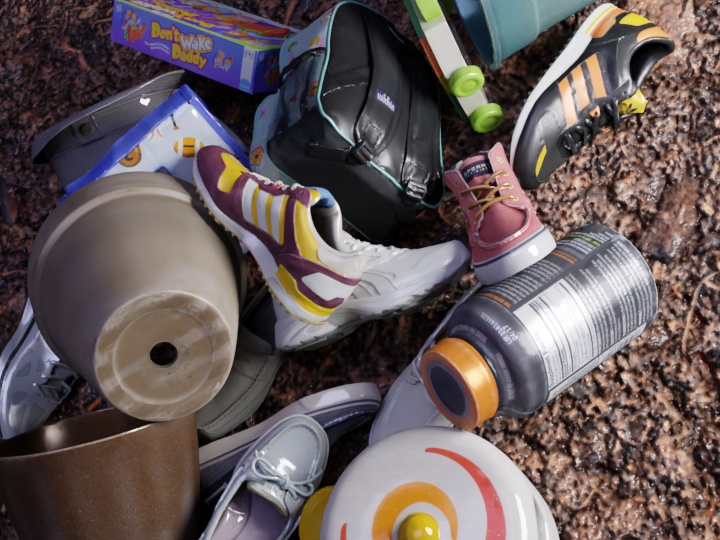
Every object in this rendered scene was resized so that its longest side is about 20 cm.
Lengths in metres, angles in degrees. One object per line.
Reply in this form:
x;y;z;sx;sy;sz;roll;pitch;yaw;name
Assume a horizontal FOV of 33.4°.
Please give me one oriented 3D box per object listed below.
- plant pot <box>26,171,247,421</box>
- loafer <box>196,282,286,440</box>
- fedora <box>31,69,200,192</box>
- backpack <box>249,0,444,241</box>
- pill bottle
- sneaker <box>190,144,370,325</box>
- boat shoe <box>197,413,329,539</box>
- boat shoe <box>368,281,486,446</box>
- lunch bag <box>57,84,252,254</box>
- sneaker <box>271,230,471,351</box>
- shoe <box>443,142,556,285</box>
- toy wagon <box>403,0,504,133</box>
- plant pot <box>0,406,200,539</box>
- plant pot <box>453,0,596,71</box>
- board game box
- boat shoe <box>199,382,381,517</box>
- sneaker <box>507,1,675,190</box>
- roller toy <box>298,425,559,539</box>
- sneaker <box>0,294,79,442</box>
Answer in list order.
-0.183;0.036;1.034;0.199;0.200;0.174;-40;28;2;plant pot
-0.103;0.070;1.146;0.069;0.070;0.201;31;82;30;loafer
-0.243;-0.126;1.256;0.197;0.177;0.092;-23;91;2;fedora
-0.009;-0.145;1.140;0.152;0.175;0.203;-26;43;42;backpack
0.143;0.050;0.989;0.198;0.107;0.106;-30;56;-26;pill bottle
-0.066;-0.052;1.041;0.090;0.075;0.201;-48;68;21;sneaker
-0.091;0.211;1.008;0.074;0.065;0.203;41;75;-7;boat shoe
0.071;0.089;1.067;0.071;0.070;0.200;39;86;30;boat shoe
-0.178;-0.069;1.162;0.170;0.200;0.124;-41;59;-1;lunch bag
0.000;0.000;1.068;0.197;0.078;0.101;-20;81;16;sneaker
0.112;-0.052;1.030;0.071;0.200;0.092;-27;97;7;shoe
0.076;-0.224;1.124;0.039;0.200;0.157;-26;61;11;toy wagon
-0.215;0.234;1.058;0.184;0.187;0.204;-11;93;17;plant pot
0.176;-0.324;1.142;0.194;0.201;0.202;-24;61;1;plant pot
-0.144;-0.240;1.260;0.198;0.134;0.045;24;114;28;board game box
-0.059;0.179;1.088;0.198;0.074;0.094;-27;66;19;boat shoe
0.215;-0.155;1.113;0.089;0.070;0.202;27;78;32;sneaker
0.063;0.224;0.973;0.182;0.140;0.200;-41;59;0;roller toy
-0.298;0.089;1.215;0.114;0.076;0.204;3;67;25;sneaker
